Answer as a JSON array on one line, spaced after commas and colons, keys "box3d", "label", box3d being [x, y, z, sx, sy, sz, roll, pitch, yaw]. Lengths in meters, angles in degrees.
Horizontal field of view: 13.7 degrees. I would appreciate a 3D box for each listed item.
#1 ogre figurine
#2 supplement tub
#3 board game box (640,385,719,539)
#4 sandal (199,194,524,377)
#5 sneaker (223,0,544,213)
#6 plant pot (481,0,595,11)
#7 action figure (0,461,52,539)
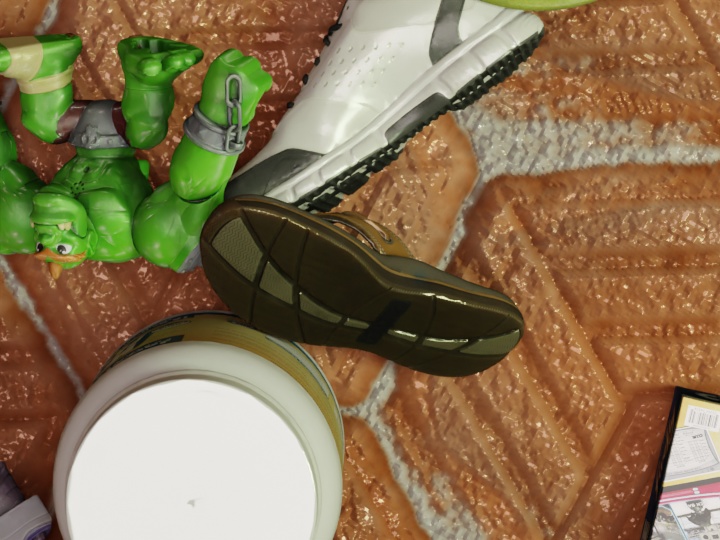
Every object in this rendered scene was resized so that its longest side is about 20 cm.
[{"box3d": [-0.137, -0.061, 1.558, 0.198, 0.098, 0.121, -1, 106, 8], "label": "ogre figurine"}, {"box3d": [-0.080, 0.101, 1.525, 0.144, 0.200, 0.146, 0, 96, 0], "label": "supplement tub"}, {"box3d": [0.252, 0.150, 1.612, 0.199, 0.035, 0.136, 13, 96, -1], "label": "board game box"}, {"box3d": [0.000, 0.000, 1.562, 0.199, 0.055, 0.082, 16, 136, -30], "label": "sandal"}, {"box3d": [-0.002, -0.094, 1.577, 0.200, 0.074, 0.080, -37, 84, -2], "label": "sneaker"}, {"box3d": [0.113, -0.241, 1.468, 0.199, 0.190, 0.202, 1, 86, -15], "label": "plant pot"}, {"box3d": [-0.146, 0.197, 1.585, 0.200, 0.130, 0.069, 39, 55, 9], "label": "action figure"}]
